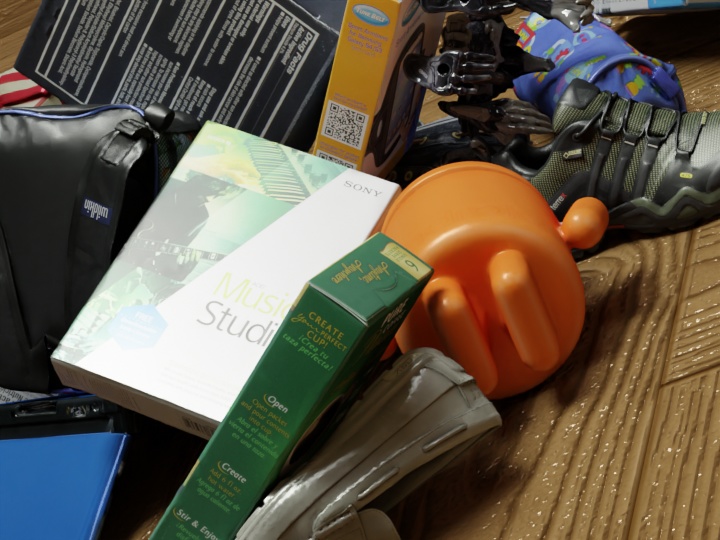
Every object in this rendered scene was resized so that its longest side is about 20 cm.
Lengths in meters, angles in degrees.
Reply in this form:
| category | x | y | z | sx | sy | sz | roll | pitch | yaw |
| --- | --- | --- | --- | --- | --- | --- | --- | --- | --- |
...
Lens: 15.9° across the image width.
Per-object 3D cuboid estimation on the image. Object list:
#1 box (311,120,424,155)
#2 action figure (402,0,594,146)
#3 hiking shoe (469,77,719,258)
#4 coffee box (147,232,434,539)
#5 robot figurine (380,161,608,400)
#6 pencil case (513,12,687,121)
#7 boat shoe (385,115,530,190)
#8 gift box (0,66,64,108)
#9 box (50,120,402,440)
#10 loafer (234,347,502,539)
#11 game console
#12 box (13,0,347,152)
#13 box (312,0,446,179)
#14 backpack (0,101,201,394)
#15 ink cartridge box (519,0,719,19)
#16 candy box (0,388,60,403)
| category | x | y | z | sx | sy | sz | roll | pitch | yaw |
| --- | --- | --- | --- | --- | --- | --- | --- | --- | --- |
| box | -0.035 | -0.047 | 1.900 | 0.200 | 0.049 | 0.082 | -30 | 19 | 0 |
| action figure | 0.094 | -0.139 | 1.692 | 0.102 | 0.119 | 0.200 | 14 | 3 | 14 |
| hiking shoe | 0.167 | -0.076 | 1.605 | 0.200 | 0.101 | 0.076 | -22 | 23 | 25 |
| coffee box | -0.040 | 0.078 | 1.427 | 0.200 | 0.044 | 0.123 | -58 | -9 | 24 |
| robot figurine | 0.072 | 0.003 | 1.531 | 0.144 | 0.117 | 0.200 | -60 | 14 | 16 |
| pencil case | 0.162 | -0.130 | 1.778 | 0.087 | 0.078 | 0.200 | -46 | 20 | 4 |
| boat shoe | 0.023 | -0.056 | 1.800 | 0.200 | 0.071 | 0.091 | -22 | 19 | 11 |
| gift box | -0.263 | -0.086 | 2.119 | 0.184 | 0.187 | 0.200 | -17 | 24 | 32 |
| box | -0.079 | 0.008 | 1.592 | 0.144 | 0.036 | 0.200 | 19 | 60 | 22 |
| loafer | -0.007 | 0.131 | 1.399 | 0.200 | 0.070 | 0.070 | -48 | -14 | -1 |
| game console | -0.183 | 0.141 | 1.704 | 0.171 | 0.118 | 0.200 | -6 | -1 | -42 |
| box | -0.102 | -0.174 | 1.768 | 0.123 | 0.198 | 0.200 | -48 | -7 | -47 |
| box | 0.018 | -0.141 | 1.682 | 0.041 | 0.200 | 0.119 | 24 | 38 | 10 |
| backpack | -0.185 | -0.013 | 1.721 | 0.200 | 0.191 | 0.154 | 0 | -2 | 29 |
| ink cartridge box | 0.214 | -0.221 | 1.877 | 0.116 | 0.068 | 0.200 | -5 | 4 | -32 |
| candy box | -0.225 | 0.014 | 1.881 | 0.200 | 0.055 | 0.115 | -64 | 21 | -10 |
